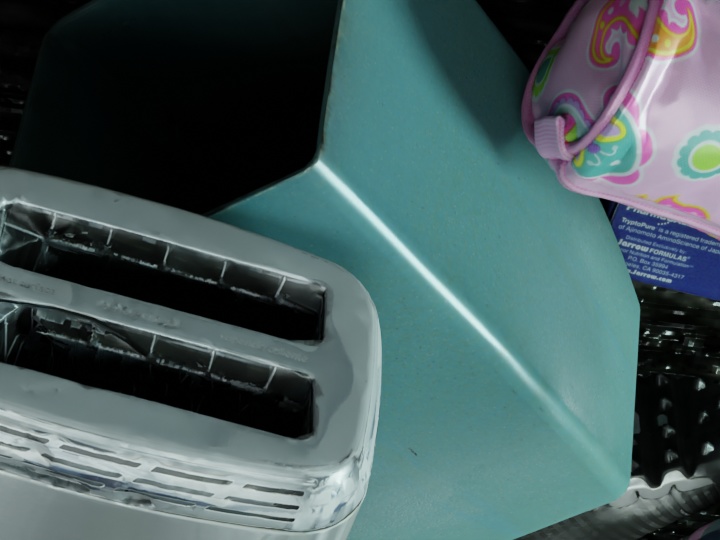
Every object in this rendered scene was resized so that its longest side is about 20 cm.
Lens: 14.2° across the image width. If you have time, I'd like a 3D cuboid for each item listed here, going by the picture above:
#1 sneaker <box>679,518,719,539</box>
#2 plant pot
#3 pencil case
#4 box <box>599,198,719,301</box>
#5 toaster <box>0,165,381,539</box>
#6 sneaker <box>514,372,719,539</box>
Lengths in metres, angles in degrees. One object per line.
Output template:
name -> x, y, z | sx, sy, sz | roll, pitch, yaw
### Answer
sneaker -> 0.123, 0.131, 1.055 | 0.082, 0.070, 0.200 | -16, 161, -13
plant pot -> 0.000, 0.000, 0.961 | 0.141, 0.142, 0.200 | -24, 129, 30
pencil case -> 0.152, -0.030, 0.948 | 0.200, 0.088, 0.088 | 27, 121, -20
box -> 0.166, -0.072, 0.989 | 0.121, 0.032, 0.200 | 14, 125, -13
toaster -> -0.075, 0.055, 0.843 | 0.199, 0.114, 0.129 | 16, 136, -9
sneaker -> 0.062, 0.096, 1.091 | 0.199, 0.067, 0.091 | -15, 128, 13
